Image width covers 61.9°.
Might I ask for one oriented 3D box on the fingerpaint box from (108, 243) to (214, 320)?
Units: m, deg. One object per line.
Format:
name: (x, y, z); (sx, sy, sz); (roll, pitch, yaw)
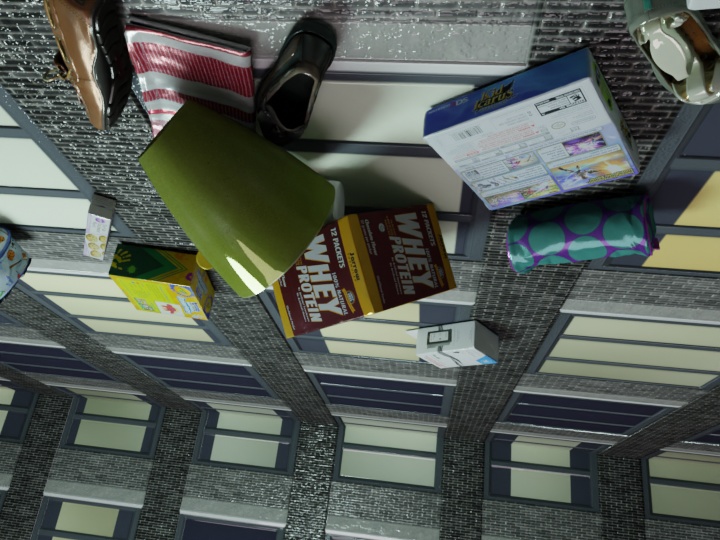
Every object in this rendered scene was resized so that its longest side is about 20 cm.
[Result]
fingerpaint box: (-0.405, 0.027, 1.252); (0.163, 0.075, 0.201); (8, 156, 1)

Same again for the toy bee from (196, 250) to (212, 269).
toy bee: (-0.216, -0.056, 0.974); (0.199, 0.131, 0.109); (2, 134, 55)

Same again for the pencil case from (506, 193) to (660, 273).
pencil case: (0.314, -0.050, 0.861); (0.197, 0.086, 0.093); (-8, 136, 31)

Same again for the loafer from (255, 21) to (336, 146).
loafer: (-0.084, -0.194, 0.688); (0.071, 0.064, 0.200); (16, 154, -15)

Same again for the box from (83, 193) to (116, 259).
box: (-0.477, -0.075, 1.093); (0.041, 0.039, 0.200); (16, 154, -22)

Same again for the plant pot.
plant pot: (-0.164, -0.103, 0.740); (0.200, 0.189, 0.186); (42, 142, -23)

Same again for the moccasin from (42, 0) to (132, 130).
moccasin: (-0.304, -0.232, 0.663); (0.076, 0.075, 0.202); (21, 158, -3)

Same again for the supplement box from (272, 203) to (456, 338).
supplement box: (0.000, 0.000, 0.907); (0.195, 0.135, 0.198); (-13, 175, -46)

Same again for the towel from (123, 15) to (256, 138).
towel: (-0.198, -0.209, 0.730); (0.141, 0.023, 0.201); (12, 155, -3)

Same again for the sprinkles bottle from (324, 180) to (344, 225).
sprinkles bottle: (-0.124, -0.101, 0.897); (0.196, 0.069, 0.068); (3, 156, 11)

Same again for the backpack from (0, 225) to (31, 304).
backpack: (-0.752, -0.014, 1.155); (0.186, 0.203, 0.155); (1, 142, 6)

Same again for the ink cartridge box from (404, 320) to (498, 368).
ink cartridge box: (0.209, 0.178, 1.407); (0.198, 0.069, 0.115); (-13, 148, 39)

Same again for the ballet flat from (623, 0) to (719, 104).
ballet flat: (0.307, -0.196, 0.570); (0.198, 0.065, 0.067); (27, 150, -36)

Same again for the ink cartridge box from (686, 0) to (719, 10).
ink cartridge box: (0.304, -0.274, 0.376); (0.142, 0.085, 0.201); (1, 155, 13)

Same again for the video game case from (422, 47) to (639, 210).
video game case: (0.204, -0.154, 0.714); (0.197, 0.046, 0.181); (-12, 148, 36)
